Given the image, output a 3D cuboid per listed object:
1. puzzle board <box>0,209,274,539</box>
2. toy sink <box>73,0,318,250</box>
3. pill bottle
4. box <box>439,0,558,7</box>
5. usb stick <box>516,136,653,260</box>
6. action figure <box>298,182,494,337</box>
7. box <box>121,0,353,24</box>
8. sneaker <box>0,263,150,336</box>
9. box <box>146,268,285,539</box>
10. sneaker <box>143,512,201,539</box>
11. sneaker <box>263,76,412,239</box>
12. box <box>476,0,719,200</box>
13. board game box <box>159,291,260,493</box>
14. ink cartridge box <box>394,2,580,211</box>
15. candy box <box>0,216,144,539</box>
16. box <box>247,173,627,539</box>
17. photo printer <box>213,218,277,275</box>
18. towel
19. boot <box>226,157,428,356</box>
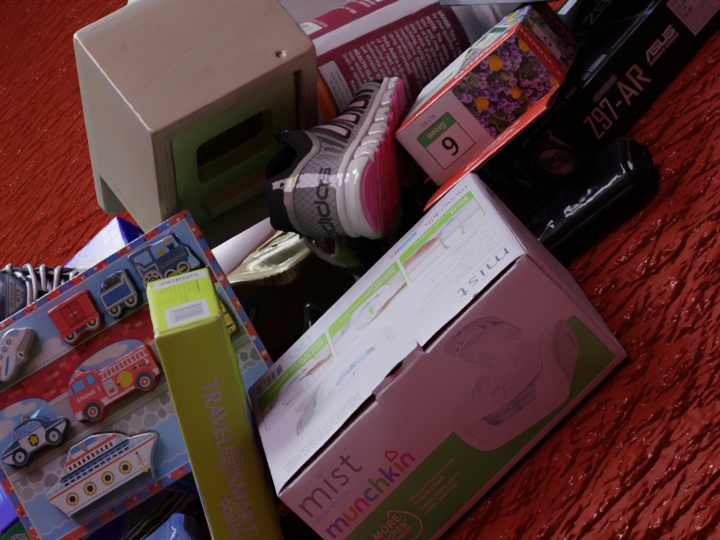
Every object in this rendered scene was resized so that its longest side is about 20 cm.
[{"bbox_3d":[-0.161,0.075,1.654,0.199,0.151,0.017,-31,-10,7],"label":"puzzle board"},{"bbox_3d":[-0.106,-0.092,1.716,0.130,0.112,0.200,-29,-29,-19],"label":"toy sink"},{"bbox_3d":[0.024,-0.145,1.821,0.199,0.115,0.114,-26,11,-20],"label":"pill bottle"},{"bbox_3d":[0.166,-0.238,1.737,0.199,0.049,0.158,-25,14,-24],"label":"box"},{"bbox_3d":[0.106,-0.014,1.607,0.200,0.033,0.056,-38,26,23],"label":"usb stick"},{"bbox_3d":[0.000,0.000,1.699,0.200,0.102,0.119,-50,0,-4],"label":"action figure"},{"bbox_3d":[-0.085,-0.169,2.048,0.199,0.131,0.199,-11,15,0],"label":"box"},{"bbox_3d":[-0.210,0.032,1.707,0.199,0.085,0.077,-18,58,29],"label":"sneaker"},{"bbox_3d":[-0.086,0.111,1.568,0.047,0.201,0.122,-15,16,-3],"label":"box"},{"bbox_3d":[-0.184,0.225,1.653,0.200,0.089,0.079,-42,19,14],"label":"sneaker"},{"bbox_3d":[-0.016,-0.075,1.657,0.087,0.074,0.200,-3,24,11],"label":"sneaker"},{"bbox_3d":[0.158,-0.139,1.737,0.200,0.044,0.160,-48,18,-5],"label":"box"},{"bbox_3d":[-0.170,0.078,1.736,0.199,0.034,0.136,3,72,38],"label":"board game box"},{"bbox_3d":[0.080,-0.112,1.640,0.109,0.050,0.200,-40,6,19],"label":"ink cartridge box"},{"bbox_3d":[-0.201,0.089,1.836,0.200,0.077,0.169,-43,46,17],"label":"candy box"},{"bbox_3d":[0.039,0.060,1.493,0.200,0.097,0.177,-44,19,5],"label":"box"},{"bbox_3d":[-0.104,-0.029,2.046,0.166,0.069,0.200,-45,18,-3],"label":"photo printer"},{"bbox_3d":[-0.183,0.183,1.851,0.200,0.023,0.144,-42,19,13],"label":"towel"},{"bbox_3d":[-0.033,-0.025,1.875,0.200,0.073,0.156,-31,24,35],"label":"boot"}]
